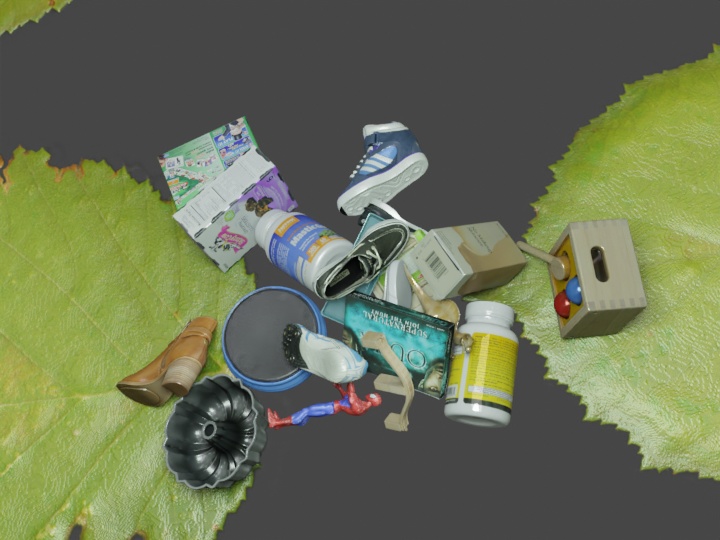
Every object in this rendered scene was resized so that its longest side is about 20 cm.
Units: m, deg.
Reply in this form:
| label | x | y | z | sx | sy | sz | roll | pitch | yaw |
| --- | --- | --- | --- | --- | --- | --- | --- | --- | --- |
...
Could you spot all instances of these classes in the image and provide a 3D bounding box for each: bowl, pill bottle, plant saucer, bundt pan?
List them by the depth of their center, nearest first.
| label | x | y | z | sx | sy | sz | roll | pitch | yaw |
| --- | --- | --- | --- | --- | --- | --- | --- | --- | --- |
| pill bottle | 0.211 | 0.160 | 1.437 | 0.112 | 0.112 | 0.201 | 7 | 71 | 12 |
| bundt pan | -0.243 | 0.286 | 1.466 | 0.201 | 0.076 | 0.203 | -12 | 63 | 25 |
| plant saucer | 0.000 | 0.000 | 1.486 | 0.070 | 0.019 | 0.200 | 25 | 95 | -19 |
| pill bottle | -0.105 | -0.041 | 1.544 | 0.200 | 0.112 | 0.112 | 32 | 77 | 39 |
| bowl | -0.162 | 0.122 | 1.552 | 0.200 | 0.039 | 0.201 | -3 | 69 | 8 |

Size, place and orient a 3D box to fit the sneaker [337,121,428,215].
| label | x | y | z | sx | sy | sz | roll | pitch | yaw |
| --- | --- | --- | --- | --- | --- | --- | --- | --- | --- |
| sneaker | 0.020 | -0.208 | 1.631 | 0.200 | 0.081 | 0.147 | -32 | 58 | 2 |

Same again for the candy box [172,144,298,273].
| label | x | y | z | sx | sy | sz | roll | pitch | yaw |
| --- | --- | --- | --- | --- | --- | --- | --- | --- | --- |
| candy box | -0.230 | -0.112 | 1.580 | 0.200 | 0.168 | 0.072 | -43 | 67 | -7 |

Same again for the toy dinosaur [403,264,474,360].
| label | x | y | z | sx | sy | sz | roll | pitch | yaw |
| --- | --- | --- | --- | --- | --- | --- | --- | --- | --- |
| toy dinosaur | 0.127 | 0.086 | 1.443 | 0.200 | 0.058 | 0.101 | 50 | 118 | 33 |

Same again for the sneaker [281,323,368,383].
| label | x | y | z | sx | sy | sz | roll | pitch | yaw |
| --- | --- | --- | --- | --- | --- | --- | --- | --- | --- |
| sneaker | -0.067 | 0.145 | 1.456 | 0.200 | 0.072 | 0.072 | 24 | 100 | 46 |

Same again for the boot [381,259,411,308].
| label | x | y | z | sx | sy | sz | roll | pitch | yaw |
| --- | --- | --- | --- | --- | --- | --- | --- | --- | --- |
| boot | 0.036 | 0.081 | 1.488 | 0.095 | 0.074 | 0.201 | 0 | 91 | 26 |

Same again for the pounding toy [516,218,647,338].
| label | x | y | z | sx | sy | sz | roll | pitch | yaw |
| --- | --- | --- | --- | --- | --- | --- | --- | --- | --- |
| pounding toy | 0.372 | 0.003 | 1.445 | 0.142 | 0.184 | 0.201 | -4 | 69 | -5 |

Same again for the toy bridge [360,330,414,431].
| label | x | y | z | sx | sy | sz | roll | pitch | yaw |
| --- | --- | --- | --- | --- | --- | --- | --- | --- | --- |
| toy bridge | 0.056 | 0.193 | 1.415 | 0.067 | 0.200 | 0.027 | 6 | 35 | 35 |

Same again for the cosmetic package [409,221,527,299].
| label | x | y | z | sx | sy | sz | roll | pitch | yaw |
| --- | --- | --- | --- | --- | --- | --- | --- | --- | --- |
| cosmetic package | 0.191 | -0.021 | 1.464 | 0.105 | 0.200 | 0.071 | 55 | 128 | 20 |

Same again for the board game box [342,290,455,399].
| label | x | y | z | sx | sy | sz | roll | pitch | yaw |
| --- | --- | --- | --- | --- | --- | --- | --- | --- | --- |
| board game box | 0.060 | 0.125 | 1.424 | 0.200 | 0.028 | 0.136 | 17 | 115 | 28 |

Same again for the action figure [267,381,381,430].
| label | x | y | z | sx | sy | sz | roll | pitch | yaw |
| --- | --- | --- | --- | --- | --- | --- | --- | --- | --- |
| action figure | -0.063 | 0.220 | 1.485 | 0.199 | 0.065 | 0.099 | -8 | 75 | 7 |

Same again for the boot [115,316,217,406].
| label | x | y | z | sx | sy | sz | roll | pitch | yaw |
| --- | --- | --- | --- | --- | --- | --- | --- | --- | --- |
| boot | -0.354 | 0.161 | 1.547 | 0.200 | 0.077 | 0.156 | -21 | 38 | 40 |

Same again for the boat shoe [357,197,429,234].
| label | x | y | z | sx | sy | sz | roll | pitch | yaw |
| --- | --- | --- | --- | --- | --- | --- | --- | --- | --- |
| boat shoe | 0.086 | -0.060 | 1.564 | 0.200 | 0.076 | 0.060 | 33 | 86 | 21 |

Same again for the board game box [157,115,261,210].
| label | x | y | z | sx | sy | sz | roll | pitch | yaw |
| --- | --- | --- | --- | --- | --- | --- | --- | --- | --- |
| board game box | -0.299 | -0.215 | 1.705 | 0.200 | 0.029 | 0.135 | -25 | 69 | 0 |

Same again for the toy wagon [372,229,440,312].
| label | x | y | z | sx | sy | sz | roll | pitch | yaw |
| --- | --- | --- | --- | --- | --- | --- | --- | --- | --- |
| toy wagon | 0.088 | 0.027 | 1.521 | 0.155 | 0.040 | 0.200 | -35 | 91 | 18 |

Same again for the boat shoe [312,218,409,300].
| label | x | y | z | sx | sy | sz | roll | pitch | yaw |
| --- | --- | --- | --- | --- | --- | --- | --- | --- | --- |
| boat shoe | 0.010 | -0.014 | 1.441 | 0.200 | 0.064 | 0.071 | -39 | 110 | -9 |
